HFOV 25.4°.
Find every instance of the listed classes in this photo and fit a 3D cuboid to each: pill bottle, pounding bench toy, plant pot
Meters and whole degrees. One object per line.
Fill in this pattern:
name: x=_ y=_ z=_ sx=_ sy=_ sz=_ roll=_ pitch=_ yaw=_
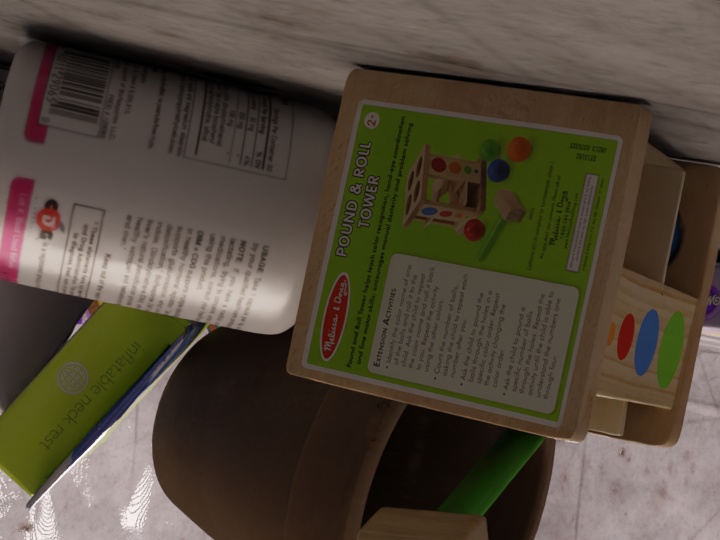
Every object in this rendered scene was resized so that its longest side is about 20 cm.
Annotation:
pill bottle: x=-0.074 y=-0.033 z=0.762 sx=0.199 sy=0.114 sz=0.113 roll=13 pitch=178 yaw=-9
pounding bench toy: x=0.063 y=0.037 z=0.670 sx=0.124 sy=0.201 sz=0.156 roll=10 pitch=177 yaw=28
plant pot: x=-0.015 y=0.100 z=0.873 sx=0.174 sy=0.201 sz=0.200 roll=16 pitch=-179 yaw=34

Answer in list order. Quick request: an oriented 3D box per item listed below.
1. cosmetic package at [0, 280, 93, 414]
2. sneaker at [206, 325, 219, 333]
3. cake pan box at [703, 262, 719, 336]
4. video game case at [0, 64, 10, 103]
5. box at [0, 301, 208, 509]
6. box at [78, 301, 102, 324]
cosmetic package: x=-0.229 y=-0.026 z=0.828 sx=0.074 sy=0.102 sz=0.200 roll=11 pitch=145 yaw=37
sneaker: x=-0.076 y=0.029 z=1.153 sx=0.071 sy=0.080 sz=0.200 roll=-29 pitch=-159 yaw=-8
cake pan box: x=0.213 y=0.019 z=1.188 sx=0.184 sy=0.052 sz=0.200 roll=8 pitch=179 yaw=27
video game case: x=-0.263 y=-0.111 z=0.942 sx=0.180 sy=0.026 sz=0.200 roll=12 pitch=178 yaw=-17
box: x=-0.136 y=0.054 z=0.875 sx=0.048 sy=0.122 sz=0.200 roll=42 pitch=-176 yaw=-1
box: x=-0.144 y=-0.023 z=0.978 sx=0.136 sy=0.039 sz=0.200 roll=-4 pitch=156 yaw=-12
